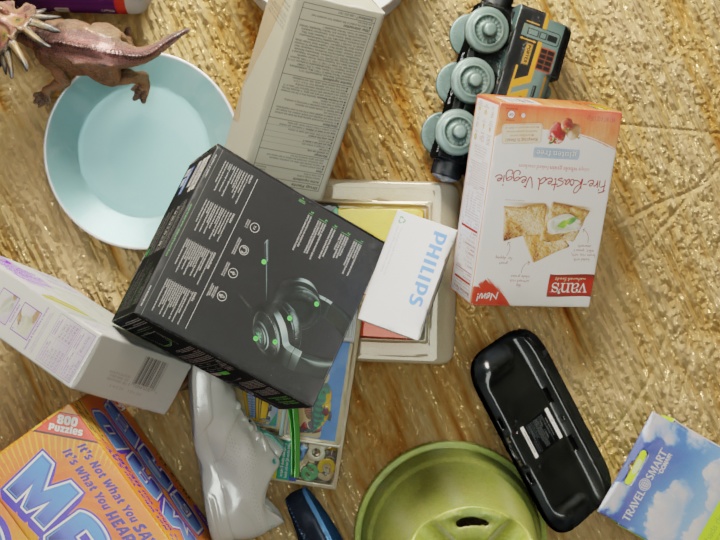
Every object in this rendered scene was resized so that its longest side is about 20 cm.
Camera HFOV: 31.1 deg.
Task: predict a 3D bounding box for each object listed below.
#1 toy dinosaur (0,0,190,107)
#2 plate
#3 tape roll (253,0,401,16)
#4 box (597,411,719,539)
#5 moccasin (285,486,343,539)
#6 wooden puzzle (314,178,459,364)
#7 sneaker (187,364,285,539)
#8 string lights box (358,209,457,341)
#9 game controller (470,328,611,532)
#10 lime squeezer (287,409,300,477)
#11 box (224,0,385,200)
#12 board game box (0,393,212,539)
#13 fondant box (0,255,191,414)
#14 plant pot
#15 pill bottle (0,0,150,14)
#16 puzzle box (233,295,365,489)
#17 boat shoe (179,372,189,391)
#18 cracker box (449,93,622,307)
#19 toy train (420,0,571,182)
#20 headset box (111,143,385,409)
[{"bbox_3d":[-0.269,-0.212,1.229,0.199,0.136,0.086,2,82,4],"label":"toy dinosaur"},{"bbox_3d":[-0.219,-0.121,1.310,0.199,0.026,0.201,0,89,-2],"label":"plate"},{"bbox_3d":[-0.032,-0.340,1.294,0.202,0.071,0.203,0,90,-2],"label":"tape roll"},{"bbox_3d":[0.347,0.237,1.314,0.200,0.048,0.122,29,89,-6],"label":"box"},{"bbox_3d":[-0.035,0.317,1.290,0.068,0.080,0.201,-24,90,3],"label":"moccasin"},{"bbox_3d":[0.000,0.000,1.312,0.199,0.037,0.186,2,90,-2],"label":"wooden puzzle"},{"bbox_3d":[-0.119,0.165,1.266,0.088,0.075,0.201,-10,104,-7],"label":"sneaker"},{"bbox_3d":[0.044,0.006,1.196,0.059,0.200,0.103,20,89,2],"label":"string lights box"},{"bbox_3d":[0.182,0.159,1.298,0.104,0.042,0.200,-28,91,-34],"label":"game controller"},{"bbox_3d":[-0.086,0.099,1.249,0.038,0.071,0.200,-20,104,40],"label":"lime squeezer"},{"bbox_3d":[-0.058,-0.176,1.239,0.095,0.078,0.201,9,117,-25],"label":"box"},{"bbox_3d":[-0.277,0.252,1.220,0.200,0.200,0.200,-36,91,-2],"label":"board game box"},{"bbox_3d":[-0.276,0.055,1.208,0.200,0.144,0.058,27,88,30],"label":"fondant box"},{"bbox_3d":[0.096,0.275,1.242,0.200,0.184,0.201,0,91,-2],"label":"plant pot"},{"bbox_3d":[-0.305,-0.309,1.264,0.199,0.112,0.113,1,90,-1],"label":"pill bottle"},{"bbox_3d":[-0.074,0.112,1.295,0.133,0.025,0.201,8,99,2],"label":"puzzle box"},{"bbox_3d":[-0.171,0.029,1.291,0.076,0.074,0.201,24,98,41],"label":"boat shoe"},{"bbox_3d":[0.170,-0.066,1.267,0.133,0.058,0.201,1,107,-20],"label":"cracker box"},{"bbox_3d":[0.136,-0.178,1.298,0.114,0.085,0.201,16,90,-12],"label":"toy train"},{"bbox_3d":[-0.095,0.013,1.189,0.200,0.093,0.175,29,73,-17],"label":"headset box"}]
